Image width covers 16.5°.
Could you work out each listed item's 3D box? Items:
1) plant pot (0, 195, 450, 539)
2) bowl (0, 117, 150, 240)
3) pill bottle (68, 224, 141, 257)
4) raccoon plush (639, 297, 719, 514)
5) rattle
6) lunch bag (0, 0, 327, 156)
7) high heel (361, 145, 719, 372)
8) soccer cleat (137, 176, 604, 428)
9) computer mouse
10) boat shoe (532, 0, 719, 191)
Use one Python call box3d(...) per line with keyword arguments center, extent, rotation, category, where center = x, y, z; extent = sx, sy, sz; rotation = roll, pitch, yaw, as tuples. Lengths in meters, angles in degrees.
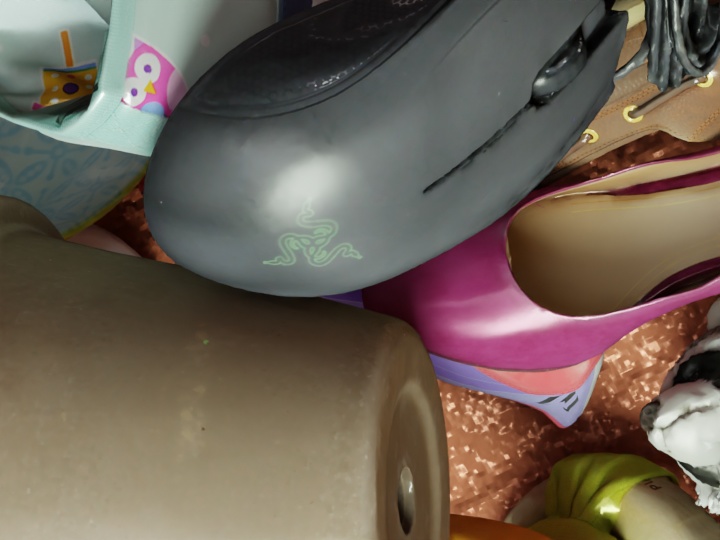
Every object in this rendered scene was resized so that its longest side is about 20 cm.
box3d(center=(-0.067, 0.070, 0.786), extent=(0.175, 0.200, 0.200), rotation=(-2, 106, 14), category="plant pot")
box3d(center=(-0.175, -0.081, 0.933), extent=(0.200, 0.200, 0.108), rotation=(53, 152, 0), category="bowl")
box3d(center=(-0.175, 0.065, 0.997), extent=(0.200, 0.120, 0.120), rotation=(-21, 97, 29), category="pill bottle")
box3d(center=(0.193, 0.081, 0.874), extent=(0.200, 0.134, 0.097), rotation=(27, 104, -21), category="raccoon plush")
box3d(center=(0.063, 0.174, 0.909), extent=(0.130, 0.143, 0.200), rotation=(30, 119, 21), category="rattle")
box3d(center=(-0.050, -0.107, 0.812), extent=(0.122, 0.170, 0.200), rotation=(-47, 51, 29), category="lunch bag")
box3d(center=(0.098, -0.020, 0.822), extent=(0.200, 0.096, 0.067), rotation=(-12, 64, -3), category="high heel")
box3d(center=(0.000, 0.000, 0.929), extent=(0.200, 0.067, 0.076), rotation=(21, 142, 24), category="soccer cleat")
box3d(center=(0.029, -0.056, 0.733), extent=(0.053, 0.200, 0.139), rotation=(49, 170, 43), category="computer mouse")
box3d(center=(0.116, -0.082, 0.846), extent=(0.200, 0.072, 0.068), rotation=(-21, 114, 27), category="boat shoe")
